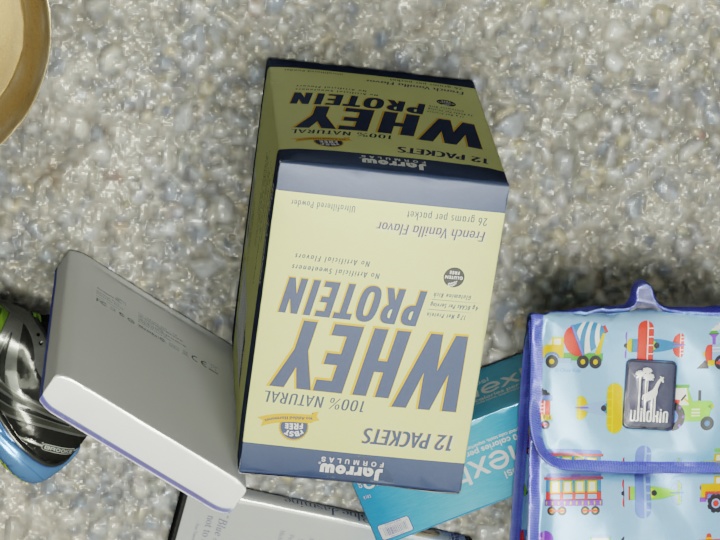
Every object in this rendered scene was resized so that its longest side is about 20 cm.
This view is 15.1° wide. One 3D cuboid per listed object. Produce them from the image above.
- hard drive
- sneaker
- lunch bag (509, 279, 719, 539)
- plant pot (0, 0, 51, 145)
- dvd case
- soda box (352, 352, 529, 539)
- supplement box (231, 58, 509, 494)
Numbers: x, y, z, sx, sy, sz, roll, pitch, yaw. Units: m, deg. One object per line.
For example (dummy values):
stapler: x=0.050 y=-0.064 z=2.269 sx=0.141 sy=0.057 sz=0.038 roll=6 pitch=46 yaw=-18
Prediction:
hard drive: x=-0.130 y=0.064 z=1.654 sx=0.132 sy=0.200 sz=0.025 roll=33 pitch=106 yaw=-15
sneaker: x=-0.238 y=0.040 z=1.718 sx=0.083 sy=0.071 sz=0.200 roll=-39 pitch=108 yaw=-12
lunch bag: x=0.174 y=0.103 z=1.688 sx=0.150 sy=0.094 sz=0.201 roll=0 pitch=103 yaw=-5
plant pot: x=-0.287 y=-0.150 z=1.655 sx=0.199 sy=0.027 sz=0.201 roll=-1 pitch=112 yaw=-3
dvd case: x=-0.038 y=0.223 z=1.820 sx=0.199 sy=0.018 sz=0.143 roll=13 pitch=109 yaw=-9
soda box: x=0.090 y=0.103 z=1.755 sx=0.200 sy=0.068 sz=0.064 roll=-21 pitch=113 yaw=4
supplement box: x=0.000 y=0.000 z=1.638 sx=0.134 sy=0.200 sz=0.201 roll=5 pitch=111 yaw=-6
